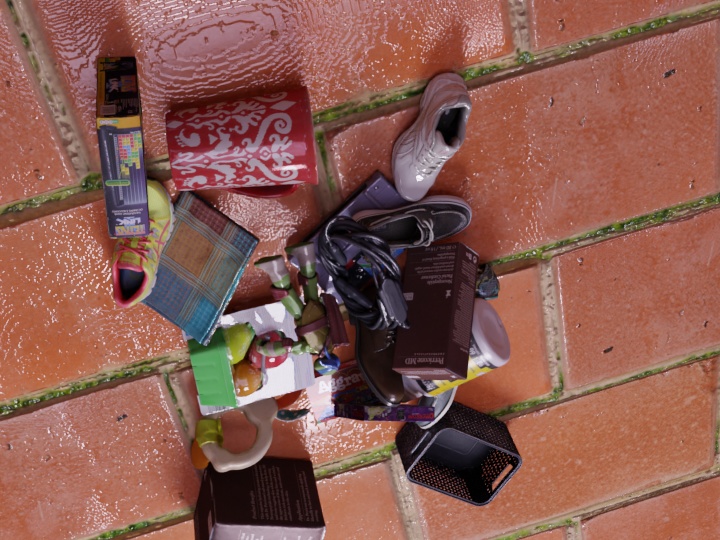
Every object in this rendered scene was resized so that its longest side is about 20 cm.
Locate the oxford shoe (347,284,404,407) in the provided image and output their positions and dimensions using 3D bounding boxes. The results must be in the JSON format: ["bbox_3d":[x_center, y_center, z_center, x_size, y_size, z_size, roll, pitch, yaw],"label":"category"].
[{"bbox_3d":[0.036,0.113,1.480,0.072,0.203,0.084,8,149,-43],"label":"oxford shoe"}]

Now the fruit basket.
[{"bbox_3d":[-0.179,0.135,1.529,0.197,0.094,0.187,-17,125,-15],"label":"fruit basket"}]

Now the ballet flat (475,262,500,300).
[{"bbox_3d":[0.129,0.032,1.549,0.197,0.075,0.075,-15,124,-6],"label":"ballet flat"}]

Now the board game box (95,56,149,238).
[{"bbox_3d":[-0.309,-0.164,1.231,0.056,0.201,0.167,-6,124,-11],"label":"board game box"}]

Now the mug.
[{"bbox_3d":[-0.161,-0.157,1.316,0.197,0.134,0.180,-7,121,-5],"label":"mug"}]

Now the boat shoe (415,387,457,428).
[{"bbox_3d":[0.137,0.182,1.633,0.061,0.073,0.202,23,108,-26],"label":"boat shoe"}]

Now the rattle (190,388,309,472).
[{"bbox_3d":[-0.188,0.275,1.622,0.199,0.130,0.144,-32,149,-29],"label":"rattle"}]

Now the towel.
[{"bbox_3d":[-0.250,-0.004,1.412,0.146,0.022,0.201,34,113,7],"label":"towel"}]

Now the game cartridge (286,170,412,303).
[{"bbox_3d":[-0.002,-0.047,1.479,0.200,0.039,0.129,-41,117,14],"label":"game cartridge"}]

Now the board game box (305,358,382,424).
[{"bbox_3d":[0.005,0.196,1.642,0.197,0.020,0.104,-18,123,-2],"label":"board game box"}]

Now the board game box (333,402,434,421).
[{"bbox_3d":[0.035,0.234,1.558,0.118,0.200,0.033,-2,84,-15],"label":"board game box"}]

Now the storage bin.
[{"bbox_3d":[0.179,0.330,1.723,0.198,0.094,0.136,25,113,-26],"label":"storage bin"}]

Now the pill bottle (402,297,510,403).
[{"bbox_3d":[0.133,0.135,1.533,0.199,0.115,0.114,-29,125,27],"label":"pill bottle"}]

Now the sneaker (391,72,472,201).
[{"bbox_3d":[0.104,-0.182,1.378,0.077,0.100,0.202,11,119,-19],"label":"sneaker"}]

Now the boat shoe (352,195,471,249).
[{"bbox_3d":[0.083,-0.062,1.431,0.197,0.071,0.073,-12,119,-14],"label":"boat shoe"}]

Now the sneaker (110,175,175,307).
[{"bbox_3d":[-0.319,-0.035,1.361,0.077,0.090,0.203,10,110,-1],"label":"sneaker"}]

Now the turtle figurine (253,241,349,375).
[{"bbox_3d":[-0.104,0.064,1.439,0.142,0.200,0.197,-17,101,-8],"label":"turtle figurine"}]

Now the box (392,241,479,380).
[{"bbox_3d":[0.117,0.063,1.453,0.099,0.203,0.075,-5,160,34],"label":"box"}]

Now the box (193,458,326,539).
[{"bbox_3d":[-0.182,0.446,1.665,0.197,0.167,0.166,7,121,-17],"label":"box"}]

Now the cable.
[{"bbox_3d":[0.000,0.000,1.408,0.051,0.162,0.202,-38,119,-23],"label":"cable"}]
